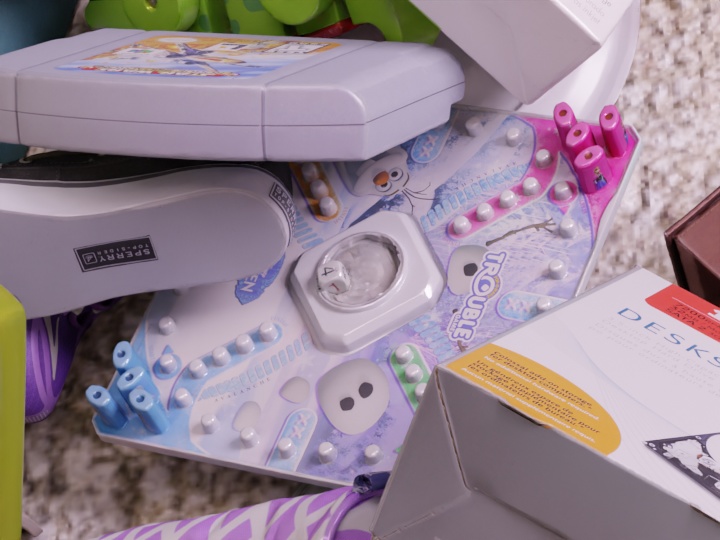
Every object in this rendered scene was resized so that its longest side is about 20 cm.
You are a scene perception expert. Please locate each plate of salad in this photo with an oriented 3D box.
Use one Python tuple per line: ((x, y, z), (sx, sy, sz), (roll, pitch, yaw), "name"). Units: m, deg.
((0.040, -0.103, 1.333), (0.199, 0.048, 0.201), (-11, 61, 20), "plate of salad")

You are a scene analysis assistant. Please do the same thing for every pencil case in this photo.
((-0.054, 0.138, 1.135), (0.199, 0.085, 0.085), (-17, 92, 42), "pencil case")

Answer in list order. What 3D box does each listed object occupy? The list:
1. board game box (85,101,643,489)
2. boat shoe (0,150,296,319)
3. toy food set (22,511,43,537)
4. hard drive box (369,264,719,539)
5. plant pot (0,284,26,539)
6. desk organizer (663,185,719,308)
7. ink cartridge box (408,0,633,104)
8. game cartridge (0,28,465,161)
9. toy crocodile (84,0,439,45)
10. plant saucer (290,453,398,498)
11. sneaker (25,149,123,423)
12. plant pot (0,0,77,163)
((0.000, 0.000, 1.233), (0.199, 0.026, 0.201), (9, 58, 29), "board game box")
((-0.124, -0.023, 1.242), (0.198, 0.069, 0.057), (-4, 38, 7), "boat shoe")
((-0.261, 0.141, 1.270), (0.200, 0.061, 0.143), (-40, 53, -21), "toy food set")
((0.120, 0.081, 1.071), (0.155, 0.200, 0.077), (28, 111, 19), "hard drive box")
((-0.248, 0.068, 1.154), (0.181, 0.200, 0.200), (-26, 46, -36), "plant pot")
((0.233, -0.037, 1.208), (0.200, 0.072, 0.077), (-39, 56, -10), "desk organizer")
((0.093, -0.185, 1.263), (0.117, 0.067, 0.200), (41, 54, -7), "ink cartridge box")
((-0.069, -0.077, 1.227), (0.199, 0.133, 0.042), (5, 100, 22), "game cartridge")
((-0.047, -0.126, 1.322), (0.199, 0.062, 0.067), (-2, 17, 36), "toy crocodile")
((0.043, 0.126, 1.173), (0.199, 0.050, 0.201), (-9, 55, 13), "plant saucer")
((-0.117, -0.016, 1.311), (0.083, 0.081, 0.201), (17, 65, 17), "sneaker")
((-0.250, -0.145, 1.364), (0.140, 0.200, 0.142), (3, 57, 20), "plant pot")
